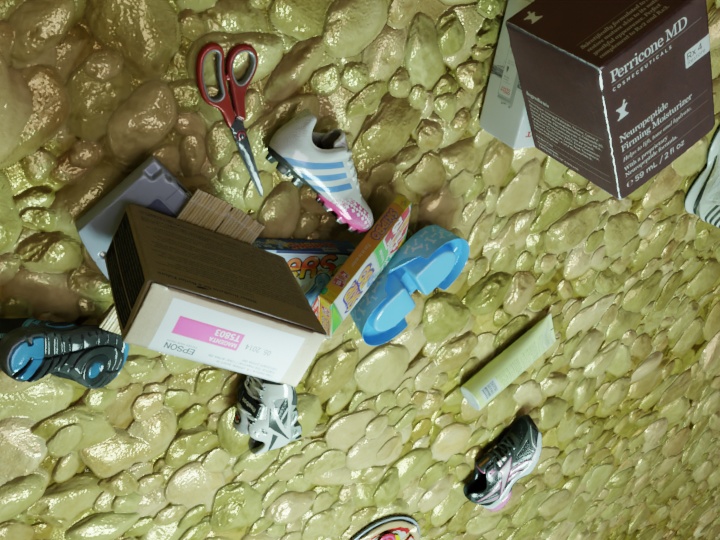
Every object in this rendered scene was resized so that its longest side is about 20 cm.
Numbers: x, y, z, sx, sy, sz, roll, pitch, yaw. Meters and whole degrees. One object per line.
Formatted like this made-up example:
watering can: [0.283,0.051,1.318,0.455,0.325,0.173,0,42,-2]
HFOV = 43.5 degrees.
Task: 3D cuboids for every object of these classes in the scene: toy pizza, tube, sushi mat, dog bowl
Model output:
toy pizza: [0.032,0.533,1.649,0.198,0.032,0.203,-21,131,-25]
tube: [0.258,0.157,1.540,0.199,0.052,0.058,-38,178,-14]
sushi mat: [-0.200,0.005,1.015,0.095,0.012,0.201,31,104,-33]
dog bowl: [0.065,0.017,1.268,0.200,0.050,0.112,-43,150,-3]

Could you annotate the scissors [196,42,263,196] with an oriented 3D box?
scissors: [-0.145,-0.162,1.017,0.072,0.014,0.202,-21,132,-28]

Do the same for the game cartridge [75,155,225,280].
game cartridge: [-0.218,-0.019,1.021,0.133,0.041,0.200,-41,127,-1]

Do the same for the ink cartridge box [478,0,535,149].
ink cartridge box: [0.253,-0.271,1.190,0.145,0.083,0.203,-11,126,-32]

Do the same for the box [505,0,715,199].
box: [0.299,-0.231,1.074,0.165,0.164,0.201,-36,135,-10]

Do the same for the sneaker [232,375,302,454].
sneaker: [-0.135,0.182,1.231,0.088,0.074,0.202,-27,133,-22]

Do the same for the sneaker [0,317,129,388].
sneaker: [-0.338,0.082,1.011,0.074,0.081,0.200,-65,155,-1]

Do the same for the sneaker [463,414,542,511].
sneaker: [0.259,0.357,1.665,0.085,0.080,0.202,18,104,-32]

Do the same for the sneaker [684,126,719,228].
sneaker: [0.650,-0.166,1.549,0.075,0.115,0.203,-1,121,-36]

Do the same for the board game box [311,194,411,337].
board game box: [0.000,0.000,1.166,0.200,0.030,0.096,-49,164,-24]

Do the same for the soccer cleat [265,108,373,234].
soccer cleat: [-0.028,-0.117,1.096,0.087,0.070,0.200,-48,136,4]

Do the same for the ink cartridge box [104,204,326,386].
ink cartridge box: [-0.154,0.025,0.936,0.198,0.165,0.076,20,111,-31]

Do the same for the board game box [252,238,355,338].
board game box: [-0.106,0.025,1.166,0.198,0.034,0.137,0,120,-37]
